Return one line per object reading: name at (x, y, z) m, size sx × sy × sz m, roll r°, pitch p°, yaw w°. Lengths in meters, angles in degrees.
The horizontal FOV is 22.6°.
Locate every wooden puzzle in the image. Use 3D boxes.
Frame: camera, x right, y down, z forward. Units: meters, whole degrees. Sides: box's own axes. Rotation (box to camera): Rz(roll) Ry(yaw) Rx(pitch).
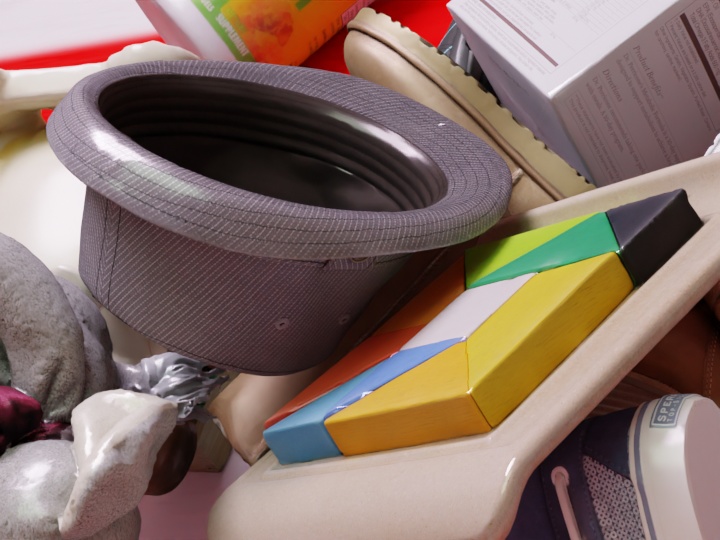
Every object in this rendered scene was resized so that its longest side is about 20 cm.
wooden puzzle at (0.045, 0.027, 0.663) m, size 0.200 × 0.037 × 0.184 m, roll -46°, pitch 17°, yaw -33°

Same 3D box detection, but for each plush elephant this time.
plush elephant at (-0.146, 0.077, 0.712) m, size 0.198 × 0.166 × 0.155 m, roll 9°, pitch 31°, yaw -15°

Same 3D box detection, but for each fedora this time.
fedora at (-0.040, -0.018, 0.746) m, size 0.176 × 0.091 × 0.199 m, roll 31°, pitch 26°, yaw 31°

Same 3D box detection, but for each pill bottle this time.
pill bottle at (-0.034, -0.199, 1.081) m, size 0.200 × 0.111 × 0.111 m, roll -41°, pitch 40°, yaw -7°

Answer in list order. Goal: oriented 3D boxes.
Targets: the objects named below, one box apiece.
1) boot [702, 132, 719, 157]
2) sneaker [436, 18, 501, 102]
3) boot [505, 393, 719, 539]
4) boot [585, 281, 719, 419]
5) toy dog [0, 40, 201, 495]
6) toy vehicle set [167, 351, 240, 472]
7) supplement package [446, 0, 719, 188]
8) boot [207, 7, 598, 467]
boot at (0.190, 0.008, 0.780) m, size 0.200 × 0.068 × 0.130 m, roll -45°, pitch 53°, yaw -12°
sneaker at (0.036, -0.074, 0.941) m, size 0.079 × 0.076 × 0.201 m, roll -6°, pitch 48°, yaw 33°
boot at (0.103, 0.146, 0.623) m, size 0.090 × 0.073 × 0.202 m, roll -15°, pitch 88°, yaw 33°
boot at (0.174, 0.048, 0.692) m, size 0.198 × 0.077 × 0.156 m, roll 12°, pitch 54°, yaw 17°
toy dog at (-0.140, 0.015, 0.874) m, size 0.138 × 0.194 × 0.202 m, roll 0°, pitch 72°, yaw 4°
toy vehicle set at (-0.095, 0.017, 0.978) m, size 0.123 × 0.027 × 0.201 m, roll -3°, pitch 50°, yaw 32°
supplement package at (0.165, -0.129, 0.878) m, size 0.199 × 0.110 × 0.114 m, roll -36°, pitch 40°, yaw -1°
boot at (0.000, 0.000, 0.835) m, size 0.175 × 0.066 × 0.200 m, roll 42°, pitch 90°, yaw 21°
